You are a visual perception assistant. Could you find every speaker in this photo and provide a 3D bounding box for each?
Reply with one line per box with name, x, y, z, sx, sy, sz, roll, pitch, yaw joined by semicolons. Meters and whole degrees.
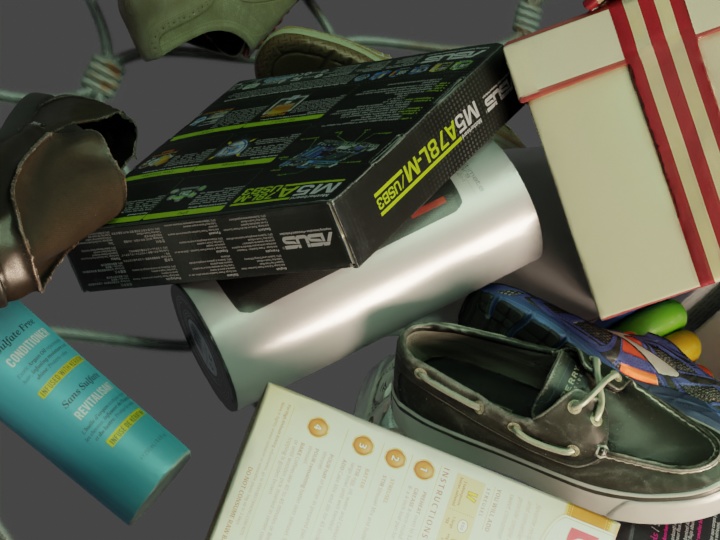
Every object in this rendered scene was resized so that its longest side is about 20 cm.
speaker;0.000;0.000;1.392;0.199;0.081;0.082;-26;72;-13

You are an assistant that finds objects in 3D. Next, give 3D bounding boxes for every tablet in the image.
tablet;0.036;-0.018;1.481;0.198;0.014;0.131;-3;55;-10

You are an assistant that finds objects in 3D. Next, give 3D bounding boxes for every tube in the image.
tube;-0.180;0.051;1.319;0.200;0.050;0.077;39;37;4

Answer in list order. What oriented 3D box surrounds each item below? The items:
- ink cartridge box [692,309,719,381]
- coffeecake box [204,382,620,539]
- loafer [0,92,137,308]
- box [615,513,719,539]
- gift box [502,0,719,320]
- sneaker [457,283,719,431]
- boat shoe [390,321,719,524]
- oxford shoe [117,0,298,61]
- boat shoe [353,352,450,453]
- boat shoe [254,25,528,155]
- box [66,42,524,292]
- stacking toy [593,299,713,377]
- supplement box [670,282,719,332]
ink cartridge box;0.293;0.055;1.522;0.048;0.200;0.146;-23;73;-45
coffeecake box;0.014;0.171;1.286;0.199;0.073;0.154;22;61;-2
loafer;-0.162;-0.048;1.333;0.071;0.073;0.200;-8;28;10
box;0.156;0.220;1.356;0.114;0.132;0.201;27;46;-9
gift box;0.199;-0.091;1.429;0.185;0.199;0.188;-3;73;-84
sneaker;0.143;0.065;1.442;0.199;0.075;0.079;32;35;-10
boat shoe;0.110;0.078;1.337;0.199;0.064;0.071;14;47;12
oxford shoe;-0.073;-0.168;1.550;0.199;0.070;0.075;-13;93;-41
boat shoe;0.023;0.114;1.388;0.070;0.069;0.201;24;47;-17
boat shoe;0.021;-0.099;1.556;0.199;0.072;0.076;31;31;-21
box;-0.037;-0.058;1.393;0.193;0.199;0.048;-48;123;-45
stacking toy;0.173;0.044;1.540;0.085;0.085;0.201;-18;74;-41
supplement box;0.268;-0.025;1.635;0.199;0.103;0.102;-3;61;-34
